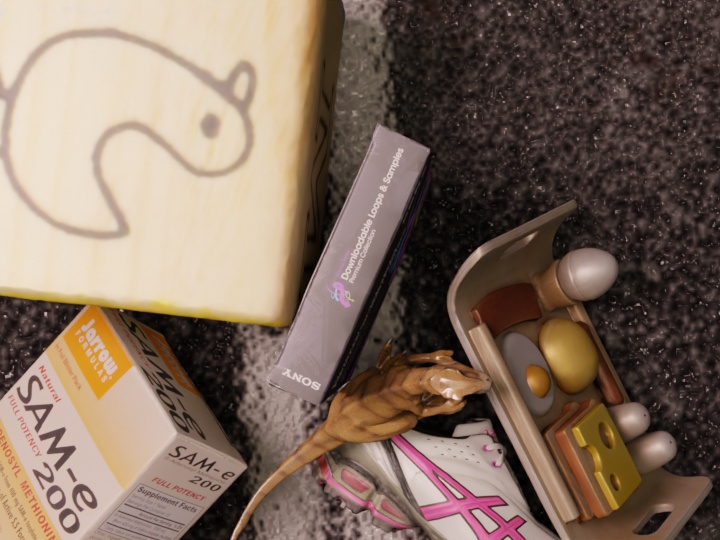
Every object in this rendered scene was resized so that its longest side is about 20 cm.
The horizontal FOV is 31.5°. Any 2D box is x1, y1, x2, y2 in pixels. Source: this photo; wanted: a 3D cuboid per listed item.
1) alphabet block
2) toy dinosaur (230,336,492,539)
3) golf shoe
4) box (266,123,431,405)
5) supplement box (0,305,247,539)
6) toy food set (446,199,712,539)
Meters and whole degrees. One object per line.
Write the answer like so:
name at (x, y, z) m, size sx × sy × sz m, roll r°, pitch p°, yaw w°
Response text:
alphabet block at (-0.114, -0.079, 0.743) m, size 0.193 × 0.196 × 0.202 m, roll 6°, pitch 90°, yaw 3°
toy dinosaur at (-0.001, 0.084, 0.748) m, size 0.200 × 0.106 × 0.061 m, roll -38°, pitch 81°, yaw 36°
golf shoe at (0.072, 0.142, 0.795) m, size 0.199 × 0.073 × 0.093 m, roll 31°, pitch 89°, yaw 2°
box at (0.000, 0.000, 0.734) m, size 0.036 × 0.200 × 0.144 m, roll 23°, pitch 91°, yaw 5°
supplement box at (-0.180, 0.136, 0.766) m, size 0.200 × 0.073 × 0.126 m, roll -47°, pitch 51°, yaw 6°
toy food set at (0.139, 0.064, 0.754) m, size 0.060 × 0.143 × 0.201 m, roll -28°, pitch 88°, yaw 34°
